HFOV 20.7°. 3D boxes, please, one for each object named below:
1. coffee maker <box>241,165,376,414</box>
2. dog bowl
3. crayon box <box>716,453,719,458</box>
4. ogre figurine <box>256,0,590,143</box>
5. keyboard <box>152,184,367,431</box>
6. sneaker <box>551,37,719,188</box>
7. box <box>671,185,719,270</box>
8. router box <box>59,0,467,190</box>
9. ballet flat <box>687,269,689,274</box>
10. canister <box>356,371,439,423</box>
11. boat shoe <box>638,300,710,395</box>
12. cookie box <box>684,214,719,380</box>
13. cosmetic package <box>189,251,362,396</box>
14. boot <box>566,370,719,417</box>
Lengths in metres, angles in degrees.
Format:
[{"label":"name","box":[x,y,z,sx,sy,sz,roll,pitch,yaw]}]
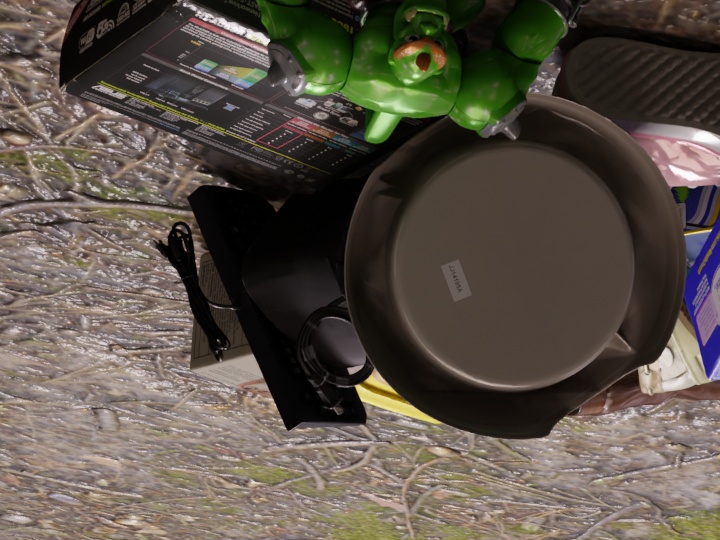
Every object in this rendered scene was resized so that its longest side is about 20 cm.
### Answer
[{"label":"coffee maker","box":[0.000,0.000,1.281,0.192,0.135,0.200,-26,-176,-22]},{"label":"dog bowl","box":[0.086,-0.003,1.153,0.200,0.201,0.059,8,179,-6]},{"label":"crayon box","box":[0.397,0.119,1.689,0.125,0.052,0.200,9,157,-8]},{"label":"ogre figurine","box":[0.027,-0.137,1.061,0.200,0.120,0.098,19,154,-32]},{"label":"keyboard","box":[-0.073,0.023,1.374,0.127,0.200,0.021,1,143,-44]},{"label":"sneaker","box":[0.207,-0.083,1.213,0.200,0.076,0.105,13,157,-6]},{"label":"box","box":[0.293,-0.051,1.282,0.200,0.064,0.070,-9,154,33]},{"label":"router box","box":[-0.058,-0.126,1.183,0.200,0.062,0.150,20,154,-31]},{"label":"ballet flat","box":[0.230,0.001,1.423,0.067,0.062,0.200,38,124,-25]},{"label":"canister","box":[0.087,0.049,1.552,0.148,0.087,0.200,20,153,-32]},{"label":"boat shoe","box":[0.186,0.005,1.354,0.063,0.073,0.201,-21,125,19]},{"label":"cookie box","box":[0.315,-0.009,1.173,0.200,0.075,0.171,-3,149,-11]},{"label":"cosmetic package","box":[-0.031,0.024,1.498,0.087,0.104,0.200,22,155,-39]},{"label":"boot","box":[0.247,0.086,1.639,0.200,0.064,0.186,-7,-173,-13]}]
